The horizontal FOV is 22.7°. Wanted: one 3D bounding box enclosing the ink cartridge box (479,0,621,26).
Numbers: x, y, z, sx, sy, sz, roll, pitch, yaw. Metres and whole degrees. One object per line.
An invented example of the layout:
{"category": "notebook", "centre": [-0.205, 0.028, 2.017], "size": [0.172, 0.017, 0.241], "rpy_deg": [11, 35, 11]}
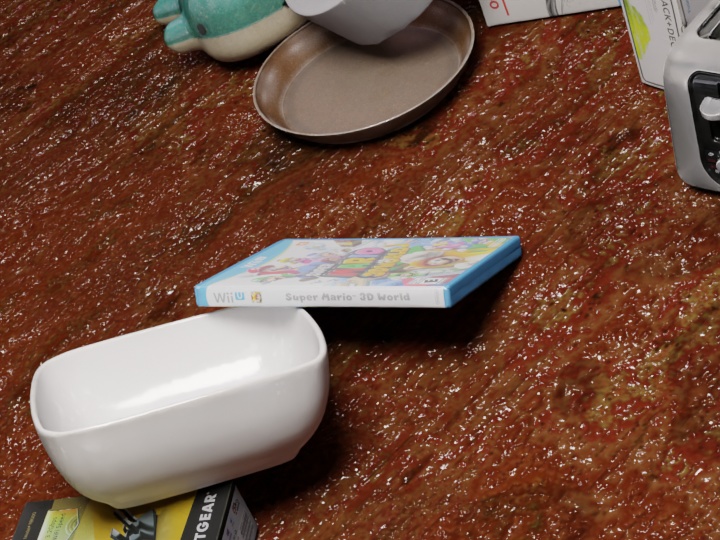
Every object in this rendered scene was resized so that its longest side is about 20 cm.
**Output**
{"category": "ink cartridge box", "centre": [0.153, -0.280, 1.535], "size": [0.200, 0.116, 0.068], "rpy_deg": [-6, 41, 22]}

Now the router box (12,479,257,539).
{"category": "router box", "centre": [-0.162, 0.230, 1.139], "size": [0.157, 0.052, 0.200], "rpy_deg": [-9, 40, 18]}

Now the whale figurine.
{"category": "whale figurine", "centre": [-0.127, -0.265, 1.665], "size": [0.159, 0.104, 0.200], "rpy_deg": [-38, 30, -22]}

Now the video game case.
{"category": "video game case", "centre": [0.000, 0.000, 1.306], "size": [0.200, 0.018, 0.143], "rpy_deg": [-1, 15, 26]}

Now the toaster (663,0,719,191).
{"category": "toaster", "centre": [0.340, -0.141, 1.272], "size": [0.181, 0.119, 0.200], "rpy_deg": [17, 53, 39]}

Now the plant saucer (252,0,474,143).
{"category": "plant saucer", "centre": [0.006, -0.170, 1.548], "size": [0.200, 0.032, 0.200], "rpy_deg": [-15, 39, 12]}

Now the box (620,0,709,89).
{"category": "box", "centre": [0.293, -0.243, 1.420], "size": [0.060, 0.117, 0.200], "rpy_deg": [23, 57, 43]}

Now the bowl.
{"category": "bowl", "centre": [-0.117, 0.092, 1.217], "size": [0.200, 0.075, 0.200], "rpy_deg": [-16, 15, -7]}

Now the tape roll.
{"category": "tape roll", "centre": [0.015, -0.297, 1.532], "size": [0.200, 0.066, 0.200], "rpy_deg": [-35, 44, 42]}
